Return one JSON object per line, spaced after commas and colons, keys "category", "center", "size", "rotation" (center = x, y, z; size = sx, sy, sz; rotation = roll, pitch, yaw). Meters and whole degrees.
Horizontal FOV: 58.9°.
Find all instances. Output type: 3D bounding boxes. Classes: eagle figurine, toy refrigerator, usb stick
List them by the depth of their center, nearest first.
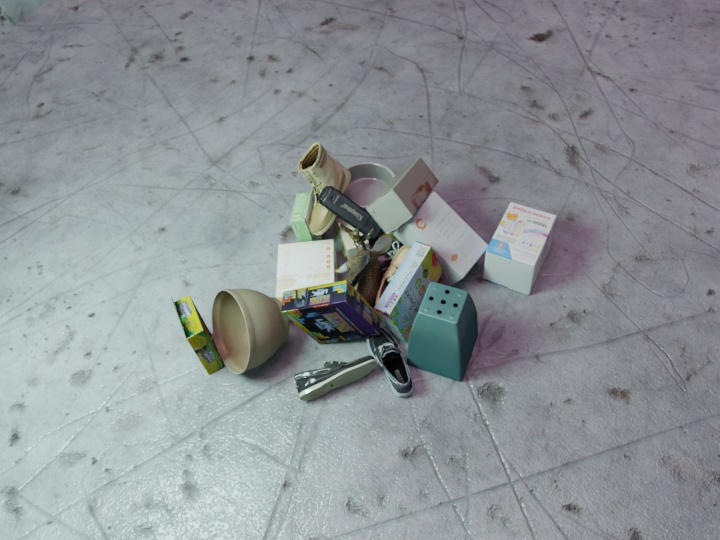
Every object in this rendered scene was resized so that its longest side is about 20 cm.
{"category": "eagle figurine", "center": [-0.005, 0.003, 1.585], "size": [0.150, 0.151, 0.202], "rotation": [8, 64, -23]}
{"category": "usb stick", "center": [-0.023, -0.147, 1.635], "size": [0.056, 0.199, 0.033], "rotation": [-56, 31, 2]}
{"category": "toy refrigerator", "center": [-0.035, -0.114, 1.750], "size": [0.069, 0.076, 0.201], "rotation": [-18, 54, -7]}

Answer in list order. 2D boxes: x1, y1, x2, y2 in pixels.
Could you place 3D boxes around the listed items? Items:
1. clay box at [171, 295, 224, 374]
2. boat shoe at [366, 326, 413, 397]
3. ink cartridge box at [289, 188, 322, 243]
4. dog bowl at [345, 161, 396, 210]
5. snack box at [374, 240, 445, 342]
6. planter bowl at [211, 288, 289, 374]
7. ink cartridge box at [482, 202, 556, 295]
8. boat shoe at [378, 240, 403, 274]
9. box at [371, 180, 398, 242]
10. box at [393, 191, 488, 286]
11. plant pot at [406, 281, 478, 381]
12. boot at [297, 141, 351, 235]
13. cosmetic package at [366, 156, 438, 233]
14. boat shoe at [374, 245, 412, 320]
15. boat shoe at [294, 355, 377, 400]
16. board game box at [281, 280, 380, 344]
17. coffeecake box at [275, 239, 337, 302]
{"category": "clay box", "center": [-0.388, 0.148, 1.518], "size": [0.047, 0.201, 0.115], "rotation": [-24, 54, -12]}
{"category": "boat shoe", "center": [0.067, 0.202, 1.506], "size": [0.071, 0.068, 0.201], "rotation": [-19, 53, -8]}
{"category": "ink cartridge box", "center": [-0.133, -0.164, 1.754], "size": [0.047, 0.146, 0.202], "rotation": [-1, 53, 14]}
{"category": "dog bowl", "center": [0.016, -0.217, 1.740], "size": [0.197, 0.059, 0.202], "rotation": [-2, 52, 3]}
{"category": "snack box", "center": [0.123, 0.052, 1.543], "size": [0.053, 0.143, 0.201], "rotation": [20, 67, 35]}
{"category": "planter bowl", "center": [-0.256, 0.134, 1.537], "size": [0.134, 0.202, 0.201], "rotation": [-11, 47, -37]}
{"category": "ink cartridge box", "center": [0.411, -0.067, 1.631], "size": [0.127, 0.126, 0.201], "rotation": [20, 58, 20]}
{"category": "boat shoe", "center": [0.097, -0.042, 1.674], "size": [0.197, 0.068, 0.074], "rotation": [-22, 87, -15]}
{"category": "box", "center": [0.069, -0.159, 1.774], "size": [0.063, 0.070, 0.202], "rotation": [-8, 53, 0]}
{"category": "box", "center": [0.205, -0.077, 1.628], "size": [0.200, 0.097, 0.124], "rotation": [45, 65, -2]}
{"category": "plant pot", "center": [0.191, 0.129, 1.464], "size": [0.140, 0.201, 0.142], "rotation": [16, 56, 17]}
{"category": "boot", "center": [-0.110, -0.208, 1.632], "size": [0.072, 0.155, 0.202], "rotation": [16, 76, 37]}
{"category": "cosmetic package", "center": [0.110, -0.193, 1.619], "size": [0.087, 0.103, 0.200], "rotation": [50, 42, -10]}
{"category": "boat shoe", "center": [0.091, 0.030, 1.586], "size": [0.073, 0.069, 0.202], "rotation": [20, 85, 8]}
{"category": "boat shoe", "center": [-0.058, 0.236, 1.493], "size": [0.198, 0.072, 0.068], "rotation": [-20, 58, -6]}
{"category": "board game box", "center": [-0.065, 0.103, 1.488], "size": [0.163, 0.200, 0.057], "rotation": [-10, 59, 22]}
{"category": "coffeecake box", "center": [-0.138, 0.024, 1.660], "size": [0.151, 0.073, 0.202], "rotation": [-5, 53, 4]}
